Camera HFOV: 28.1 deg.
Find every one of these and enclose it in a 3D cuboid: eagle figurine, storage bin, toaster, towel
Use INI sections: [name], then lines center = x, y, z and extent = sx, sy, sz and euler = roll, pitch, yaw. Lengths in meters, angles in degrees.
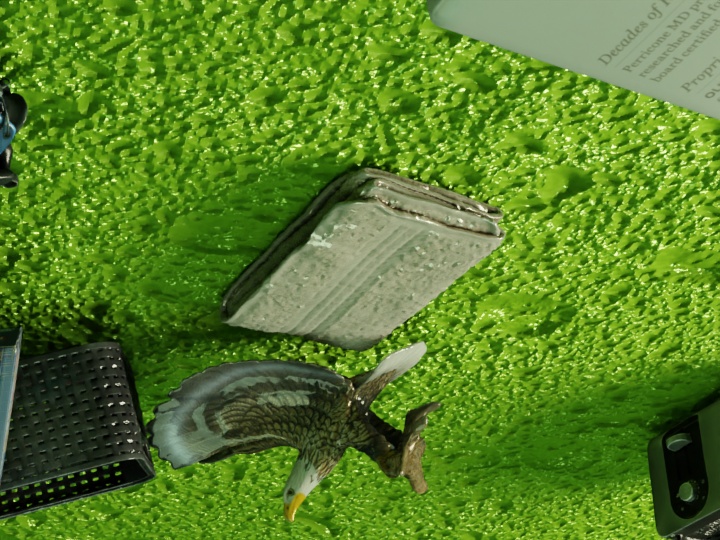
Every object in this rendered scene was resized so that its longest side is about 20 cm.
[eagle figurine]
center = -0.049, 0.121, 1.121
extent = 0.200, 0.151, 0.152
euler = 17, 128, 15
[storage bin]
center = -0.266, 0.131, 1.088
extent = 0.200, 0.094, 0.135
euler = -15, 165, -6
[toaster]
center = 0.388, 0.179, 1.305
extent = 0.200, 0.119, 0.181
euler = 15, 143, -30
[towel]
center = 0.000, 0.000, 1.035
extent = 0.132, 0.035, 0.200
euler = 15, 143, -29

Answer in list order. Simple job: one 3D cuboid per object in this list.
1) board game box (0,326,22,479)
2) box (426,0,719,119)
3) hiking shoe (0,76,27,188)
[board game box]
center = -0.320, 0.148, 0.967
extent = 0.199, 0.200, 0.062
euler = -5, -169, -8
[box]
center = 0.131, -0.207, 0.574
extent = 0.171, 0.199, 0.200
euler = 13, 142, -27
[hiking shoe]
center = -0.231, -0.106, 0.806
extent = 0.086, 0.075, 0.200
euler = -4, 158, -18
